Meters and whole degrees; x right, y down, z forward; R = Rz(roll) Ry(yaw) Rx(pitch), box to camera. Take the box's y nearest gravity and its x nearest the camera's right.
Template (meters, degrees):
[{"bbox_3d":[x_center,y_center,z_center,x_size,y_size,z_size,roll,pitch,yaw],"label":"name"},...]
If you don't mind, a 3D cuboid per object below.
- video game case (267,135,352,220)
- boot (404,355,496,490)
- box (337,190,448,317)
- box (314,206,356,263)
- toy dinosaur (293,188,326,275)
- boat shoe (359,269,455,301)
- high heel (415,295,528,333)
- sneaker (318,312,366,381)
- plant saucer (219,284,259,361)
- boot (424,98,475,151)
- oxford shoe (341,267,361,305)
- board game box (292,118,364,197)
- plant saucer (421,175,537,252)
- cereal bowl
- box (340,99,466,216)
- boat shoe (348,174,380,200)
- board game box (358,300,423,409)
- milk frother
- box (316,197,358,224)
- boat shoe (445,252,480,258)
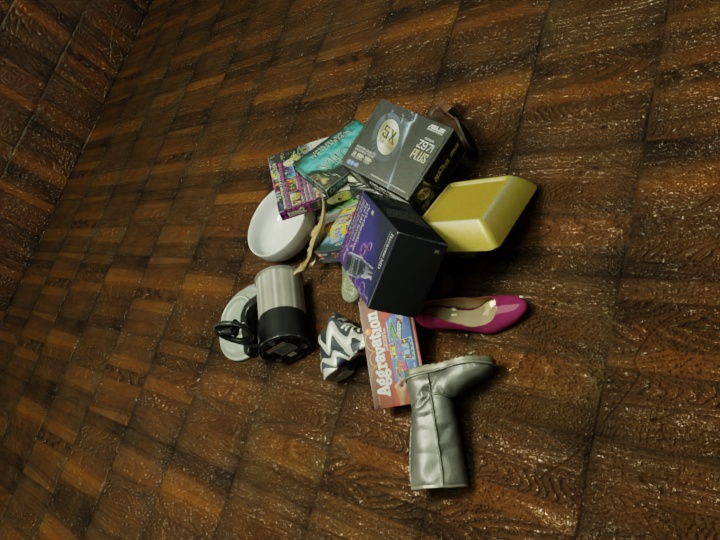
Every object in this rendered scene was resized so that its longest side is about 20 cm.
[{"bbox_3d":[-0.123,-0.226,1.427,0.179,0.036,0.202,-18,52,1],"label":"video game case"},{"bbox_3d":[0.155,0.255,0.992,0.180,0.072,0.203,-19,56,24],"label":"boot"},{"bbox_3d":[0.052,-0.033,1.071,0.150,0.103,0.200,-69,26,19],"label":"box"},{"bbox_3d":[0.002,-0.085,1.292,0.199,0.038,0.137,-4,47,48],"label":"box"},{"bbox_3d":[-0.095,-0.078,1.363,0.057,0.101,0.203,17,88,4],"label":"toy dinosaur"},{"bbox_3d":[0.092,0.051,1.166,0.198,0.068,0.073,-14,76,32],"label":"boat shoe"},{"bbox_3d":[0.188,0.071,1.047,0.198,0.096,0.068,-19,55,32],"label":"high heel"},{"bbox_3d":[-0.013,0.123,1.204,0.199,0.079,0.131,-42,54,29],"label":"sneaker"},{"bbox_3d":[-0.293,0.120,1.472,0.198,0.050,0.203,-20,55,31],"label":"plant saucer"},{"bbox_3d":[0.140,-0.260,1.298,0.199,0.064,0.188,-37,39,18],"label":"boot"},{"bbox_3d":[0.000,0.000,1.284,0.075,0.058,0.202,-31,35,31],"label":"oxford shoe"},{"bbox_3d":[-0.044,-0.268,1.398,0.199,0.028,0.135,-40,56,-16],"label":"board game box"},{"bbox_3d":[0.200,-0.113,1.107,0.198,0.049,0.200,-2,38,44],"label":"plant saucer"},{"bbox_3d":[-0.184,-0.108,1.480,0.198,0.083,0.203,-20,56,31],"label":"cereal bowl"},{"bbox_3d":[0.085,-0.232,1.215,0.199,0.086,0.165,34,89,34],"label":"box"},{"bbox_3d":[0.062,-0.170,1.310,0.197,0.074,0.067,9,110,19],"label":"boat shoe"},{"bbox_3d":[0.060,0.148,1.102,0.101,0.019,0.203,-12,77,12],"label":"board game box"},{"bbox_3d":[-0.217,0.085,1.306,0.178,0.201,0.190,-18,53,9],"label":"milk frother"},{"bbox_3d":[-0.039,-0.223,1.452,0.143,0.036,0.203,-19,57,32],"label":"box"},{"bbox_3d":[0.148,-0.065,1.181,0.198,0.062,0.074,-1,66,40],"label":"boat shoe"}]
